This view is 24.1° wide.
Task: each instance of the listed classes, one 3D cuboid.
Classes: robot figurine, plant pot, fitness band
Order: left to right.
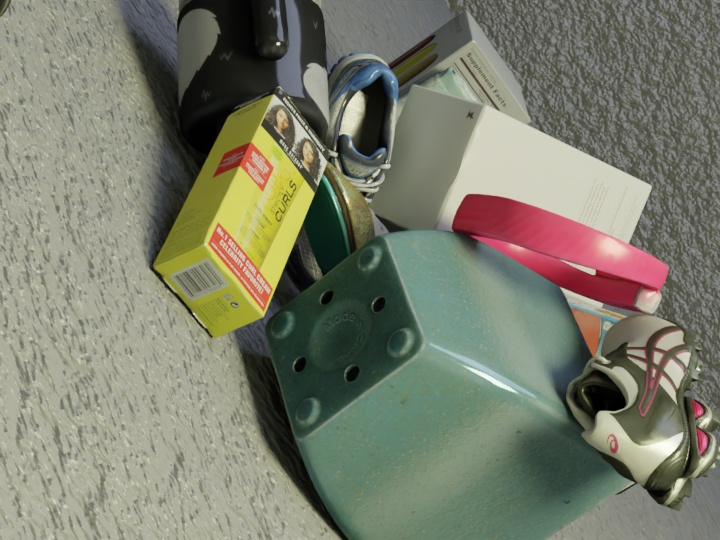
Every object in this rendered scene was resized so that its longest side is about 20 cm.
[{"bbox_3d":[-0.090,-0.166,1.369,0.125,0.150,0.201,23,58,-50],"label":"robot figurine"},{"bbox_3d":[0.043,0.085,1.203,0.200,0.196,0.196,37,23,-41],"label":"plant pot"},{"bbox_3d":[0.143,-0.014,1.241,0.143,0.038,0.200,23,-3,-14],"label":"fitness band"}]

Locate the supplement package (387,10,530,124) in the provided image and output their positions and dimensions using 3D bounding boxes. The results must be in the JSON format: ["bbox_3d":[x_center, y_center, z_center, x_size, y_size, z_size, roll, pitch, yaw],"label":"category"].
[{"bbox_3d":[0.064,-0.161,1.769,0.110,0.199,0.114,51,14,-21],"label":"supplement package"}]

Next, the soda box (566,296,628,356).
[{"bbox_3d":[0.137,0.046,1.393,0.199,0.064,0.068,18,7,26],"label":"soda box"}]

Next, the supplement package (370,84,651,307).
[{"bbox_3d":[0.125,-0.063,1.454,0.199,0.122,0.120,22,3,-34],"label":"supplement package"}]

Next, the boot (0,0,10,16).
[{"bbox_3d":[-0.270,-0.249,1.107,0.204,0.073,0.154,58,11,0],"label":"boot"}]

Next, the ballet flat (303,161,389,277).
[{"bbox_3d":[0.000,0.000,1.352,0.071,0.070,0.201,-69,147,-73],"label":"ballet flat"}]

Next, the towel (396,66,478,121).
[{"bbox_3d":[0.079,-0.086,1.716,0.200,0.171,0.048,51,14,-23],"label":"towel"}]

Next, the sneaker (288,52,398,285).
[{"bbox_3d":[-0.016,-0.083,1.394,0.077,0.201,0.085,12,3,-17],"label":"sneaker"}]

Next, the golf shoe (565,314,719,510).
[{"bbox_3d":[0.185,0.076,1.151,0.088,0.077,0.200,26,21,-13],"label":"golf shoe"}]

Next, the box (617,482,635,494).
[{"bbox_3d":[0.217,0.147,1.408,0.049,0.082,0.200,61,14,16],"label":"box"}]

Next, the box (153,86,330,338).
[{"bbox_3d":[-0.082,-0.046,1.216,0.075,0.050,0.200,52,34,-24],"label":"box"}]

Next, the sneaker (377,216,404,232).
[{"bbox_3d":[0.002,-0.054,1.498,0.199,0.081,0.076,6,17,-21],"label":"sneaker"}]
